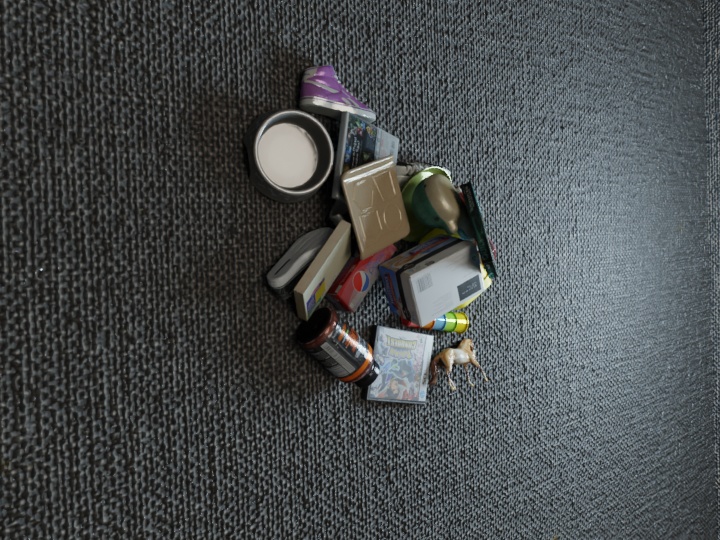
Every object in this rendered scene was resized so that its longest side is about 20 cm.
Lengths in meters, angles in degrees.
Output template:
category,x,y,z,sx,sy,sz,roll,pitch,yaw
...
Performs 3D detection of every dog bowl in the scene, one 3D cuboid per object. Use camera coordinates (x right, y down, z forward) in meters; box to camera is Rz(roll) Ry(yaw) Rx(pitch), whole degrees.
category,x,y,z,sx,sy,sz,roll,pitch,yaw
dog bowl,-0.147,-0.245,1.215,0.199,0.059,0.201,-1,92,-26

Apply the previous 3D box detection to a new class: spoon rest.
category,x,y,z,sx,sy,sz,roll,pitch,yaw
spoon rest,-0.019,-0.171,1.350,0.100,0.060,0.200,55,46,-25

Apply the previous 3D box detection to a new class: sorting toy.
category,x,y,z,sx,sy,sz,roll,pitch,yaw
sorting toy,0.033,-0.145,1.301,0.185,0.036,0.201,-29,114,-44

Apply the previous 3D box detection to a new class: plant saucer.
category,x,y,z,sx,sy,sz,roll,pitch,yaw
plant saucer,0.150,-0.169,1.448,0.200,0.031,0.201,-25,132,-31

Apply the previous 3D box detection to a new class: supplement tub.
category,x,y,z,sx,sy,sz,roll,pitch,yaw
supplement tub,-0.042,0.179,1.290,0.200,0.107,0.107,46,63,-29

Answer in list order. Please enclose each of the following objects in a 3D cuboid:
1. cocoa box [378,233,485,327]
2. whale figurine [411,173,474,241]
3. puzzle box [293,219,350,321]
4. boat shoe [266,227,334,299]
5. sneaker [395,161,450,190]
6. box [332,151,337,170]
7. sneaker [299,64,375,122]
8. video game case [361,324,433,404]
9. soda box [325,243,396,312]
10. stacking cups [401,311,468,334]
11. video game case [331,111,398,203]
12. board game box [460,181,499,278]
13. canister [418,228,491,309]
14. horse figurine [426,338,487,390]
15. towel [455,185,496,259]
category,x,y,z,sx,sy,sz,roll,pitch,yaw
cocoa box,0.167,0.018,1.350,0.199,0.131,0.134,-26,115,-23
whale figurine,0.199,-0.139,1.389,0.200,0.104,0.160,38,35,-38
puzzle box,-0.079,0.001,1.254,0.200,0.025,0.133,-57,166,-27
boat shoe,-0.125,-0.017,1.258,0.200,0.072,0.071,-44,134,-28
sneaker,0.148,-0.235,1.473,0.199,0.075,0.081,-7,111,-38
box,-0.023,-0.267,1.349,0.200,0.039,0.042,-23,105,-36
sneaker,-0.044,-0.407,1.315,0.200,0.073,0.115,8,81,-38
video game case,0.098,0.240,1.450,0.199,0.025,0.182,14,81,-37
soda box,0.000,0.000,1.350,0.070,0.063,0.200,47,63,-28
stacking cups,0.192,0.136,1.509,0.199,0.060,0.061,5,87,-34
video game case,0.015,-0.239,1.325,0.181,0.023,0.201,15,78,-45
board game box,0.282,-0.092,1.353,0.135,0.028,0.201,39,37,-65
canister,0.248,-0.020,1.514,0.148,0.086,0.200,-37,116,-20
horse figurine,0.256,0.250,1.535,0.199,0.050,0.133,-5,67,-34
towel,0.298,-0.111,1.504,0.023,0.144,0.201,-26,68,2
